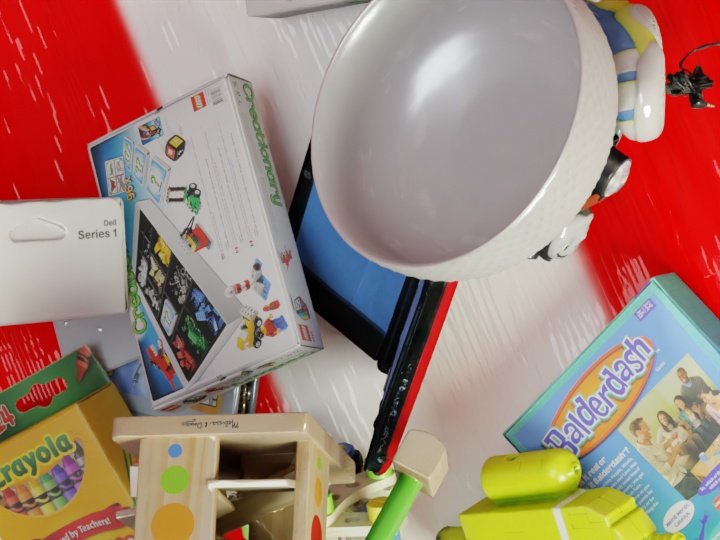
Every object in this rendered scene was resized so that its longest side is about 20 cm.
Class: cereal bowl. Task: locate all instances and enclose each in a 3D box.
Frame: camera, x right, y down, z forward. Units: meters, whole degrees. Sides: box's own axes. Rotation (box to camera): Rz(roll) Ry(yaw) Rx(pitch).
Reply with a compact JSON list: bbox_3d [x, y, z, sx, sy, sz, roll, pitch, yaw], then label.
[{"bbox_3d":[0.071,-0.085,1.434,0.200,0.083,0.200,-15,65,36],"label":"cereal bowl"}]

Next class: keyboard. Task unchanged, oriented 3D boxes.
[{"bbox_3d":[-0.132,0.023,1.700,0.200,0.011,0.056,-22,83,27],"label":"keyboard"}]

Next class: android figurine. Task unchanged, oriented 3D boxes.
[{"bbox_3d":[0.136,0.202,1.566,0.200,0.041,0.182,-13,100,46],"label":"android figurine"}]

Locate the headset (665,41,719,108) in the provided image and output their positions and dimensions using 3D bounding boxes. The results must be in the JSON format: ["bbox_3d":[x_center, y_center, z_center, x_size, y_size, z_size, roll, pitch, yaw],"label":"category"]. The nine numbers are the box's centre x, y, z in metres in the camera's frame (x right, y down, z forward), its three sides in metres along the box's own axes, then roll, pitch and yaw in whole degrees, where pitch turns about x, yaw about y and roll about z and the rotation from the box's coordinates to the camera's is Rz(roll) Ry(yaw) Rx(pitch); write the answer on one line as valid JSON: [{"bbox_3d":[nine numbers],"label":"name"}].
[{"bbox_3d":[0.254,-0.188,1.482,0.124,0.094,0.200,40,110,19],"label":"headset"}]

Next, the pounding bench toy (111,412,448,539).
[{"bbox_3d":[-0.045,0.178,1.496,0.200,0.124,0.156,-3,70,13],"label":"pounding bench toy"}]

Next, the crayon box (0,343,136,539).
[{"bbox_3d":[-0.198,0.168,1.733,0.127,0.051,0.200,-29,92,33],"label":"crayon box"}]

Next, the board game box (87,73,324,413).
[{"bbox_3d":[-0.108,-0.018,1.659,0.126,0.035,0.200,-24,72,27],"label":"board game box"}]

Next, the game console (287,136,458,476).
[{"bbox_3d":[0.000,0.000,1.577,0.119,0.172,0.200,18,131,0],"label":"game console"}]

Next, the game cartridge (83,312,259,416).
[{"bbox_3d":[-0.132,0.045,1.727,0.133,0.042,0.200,11,99,21],"label":"game cartridge"}]

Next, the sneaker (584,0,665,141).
[{"bbox_3d":[0.125,-0.140,1.501,0.105,0.200,0.076,-6,125,-3],"label":"sneaker"}]

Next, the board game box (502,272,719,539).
[{"bbox_3d":[0.211,0.125,1.556,0.200,0.045,0.152,49,113,14],"label":"board game box"}]

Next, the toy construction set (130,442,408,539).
[{"bbox_3d":[-0.054,0.159,1.636,0.200,0.131,0.092,15,119,18],"label":"toy construction set"}]

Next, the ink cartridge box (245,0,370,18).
[{"bbox_3d":[0.014,-0.236,1.622,0.200,0.050,0.109,-7,91,28],"label":"ink cartridge box"}]

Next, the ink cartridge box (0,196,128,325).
[{"bbox_3d":[-0.274,-0.005,1.692,0.200,0.145,0.084,0,94,52],"label":"ink cartridge box"}]

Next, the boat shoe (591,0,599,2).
[{"bbox_3d":[0.170,-0.228,1.474,0.065,0.202,0.074,49,135,-1],"label":"boat shoe"}]

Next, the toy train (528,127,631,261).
[{"bbox_3d":[0.081,-0.092,1.589,0.200,0.085,0.114,36,121,18],"label":"toy train"}]
